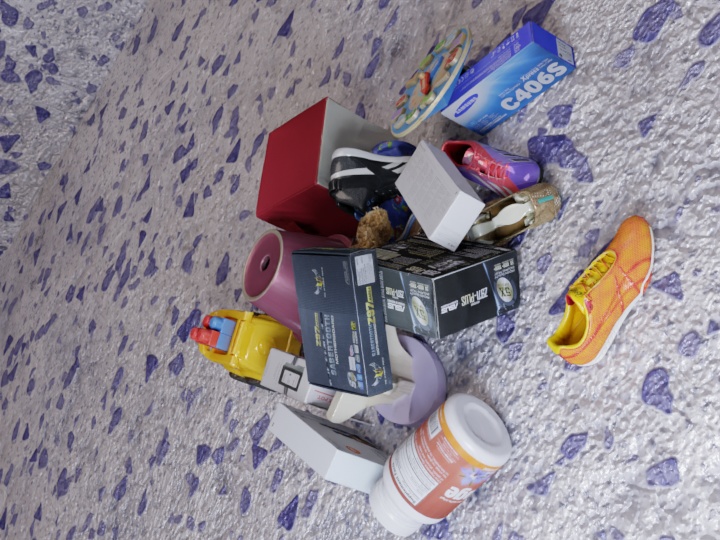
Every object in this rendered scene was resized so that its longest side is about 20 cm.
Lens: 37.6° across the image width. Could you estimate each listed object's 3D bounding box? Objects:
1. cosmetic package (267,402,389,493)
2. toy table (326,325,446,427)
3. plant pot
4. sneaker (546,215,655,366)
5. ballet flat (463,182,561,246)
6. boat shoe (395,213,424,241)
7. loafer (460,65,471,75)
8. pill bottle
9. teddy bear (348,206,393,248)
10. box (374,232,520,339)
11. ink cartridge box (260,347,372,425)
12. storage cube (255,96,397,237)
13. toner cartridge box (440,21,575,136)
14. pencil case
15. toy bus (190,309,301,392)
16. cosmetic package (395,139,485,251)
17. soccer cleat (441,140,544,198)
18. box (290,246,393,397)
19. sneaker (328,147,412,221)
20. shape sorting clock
[{"bbox_3d":[-0.032,0.272,1.583,0.199,0.149,0.052,26,92,57],"label":"cosmetic package"},{"bbox_3d":[0.030,0.154,1.593,0.199,0.116,0.186,10,80,56],"label":"toy table"},{"bbox_3d":[-0.097,0.020,1.804,0.199,0.177,0.203,-34,46,43],"label":"plant pot"},{"bbox_3d":[0.300,0.023,1.306,0.073,0.076,0.202,29,94,59],"label":"sneaker"},{"bbox_3d":[0.197,-0.072,1.513,0.199,0.065,0.071,-33,77,45],"label":"ballet flat"},{"bbox_3d":[0.100,-0.035,1.654,0.200,0.071,0.073,-52,39,41],"label":"boat shoe"},{"bbox_3d":[0.146,-0.311,1.740,0.199,0.069,0.071,15,84,58],"label":"loafer"},{"bbox_3d":[0.102,0.267,1.422,0.200,0.111,0.113,-49,37,28],"label":"pill bottle"},{"bbox_3d":[0.000,0.000,1.624,0.201,0.066,0.146,-58,-13,-28],"label":"teddy bear"},{"bbox_3d":[0.100,0.017,1.492,0.199,0.162,0.088,13,114,50],"label":"box"},{"bbox_3d":[-0.063,0.187,1.712,0.199,0.115,0.069,12,82,57],"label":"ink cartridge box"},{"bbox_3d":[-0.058,-0.166,1.865,0.179,0.170,0.203,-23,52,46],"label":"storage cube"},{"bbox_3d":[0.219,-0.285,1.594,0.199,0.094,0.044,-34,45,42],"label":"toner cartridge box"},{"bbox_3d":[0.045,-0.121,1.763,0.078,0.086,0.203,-22,53,53],"label":"pencil case"},{"bbox_3d":[-0.229,0.129,1.926,0.199,0.190,0.138,2,74,58],"label":"toy bus"},{"bbox_3d":[0.113,-0.112,1.533,0.083,0.050,0.201,-59,25,18],"label":"cosmetic package"},{"bbox_3d":[0.194,-0.153,1.571,0.200,0.073,0.069,32,98,58],"label":"soccer cleat"},{"bbox_3d":[-0.028,0.069,1.499,0.157,0.050,0.203,5,104,55],"label":"box"},{"bbox_3d":[0.045,-0.123,1.688,0.073,0.197,0.114,98,180,-71],"label":"sneaker"},{"bbox_3d":[0.107,-0.296,1.653,0.200,0.039,0.201,-46,22,24],"label":"shape sorting clock"}]
